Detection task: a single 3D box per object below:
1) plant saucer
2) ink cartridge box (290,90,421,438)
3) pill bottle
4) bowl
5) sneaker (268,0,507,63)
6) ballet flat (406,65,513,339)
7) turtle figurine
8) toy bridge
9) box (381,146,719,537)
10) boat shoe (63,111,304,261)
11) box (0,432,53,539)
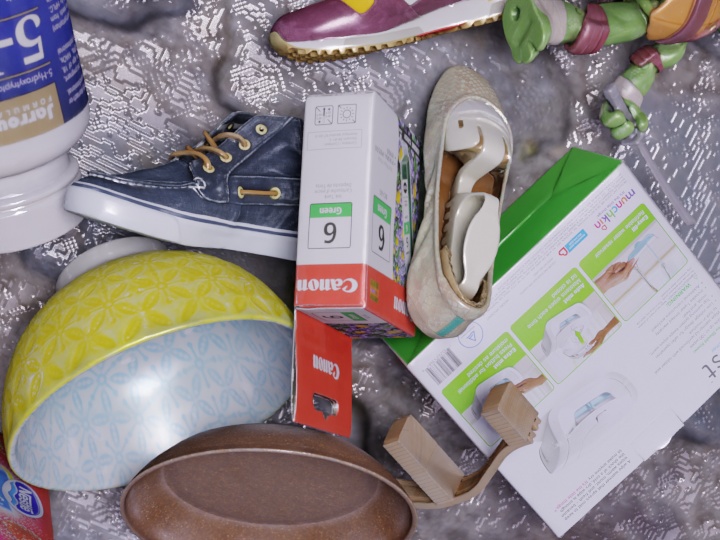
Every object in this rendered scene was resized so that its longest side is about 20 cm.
[{"bbox_3d":[-0.060,0.151,0.899,0.198,0.037,0.201,1,145,1],"label":"plant saucer"},{"bbox_3d":[0.000,0.000,0.848,0.050,0.109,0.203,-2,78,18],"label":"ink cartridge box"},{"bbox_3d":[-0.227,-0.120,0.803,0.118,0.120,0.202,-13,117,-9],"label":"pill bottle"},{"bbox_3d":[-0.141,0.045,0.858,0.198,0.201,0.108,-22,63,-7],"label":"bowl"},{"bbox_3d":[0.028,-0.195,0.880,0.198,0.075,0.091,-16,99,-16],"label":"sneaker"},{"bbox_3d":[0.075,-0.051,0.874,0.067,0.062,0.202,18,66,-23],"label":"ballet flat"},{"bbox_3d":[0.200,-0.139,0.851,0.192,0.143,0.203,5,88,-31],"label":"turtle figurine"},{"bbox_3d":[0.044,0.130,0.907,0.067,0.199,0.027,47,45,-18],"label":"toy bridge"},{"bbox_3d":[0.147,0.049,0.940,0.200,0.097,0.177,-43,108,-1],"label":"box"},{"bbox_3d":[-0.096,-0.062,0.854,0.199,0.070,0.092,8,94,-45],"label":"boat shoe"},{"bbox_3d":[-0.253,0.169,0.821,0.095,0.200,0.100,31,94,-21],"label":"box"}]
